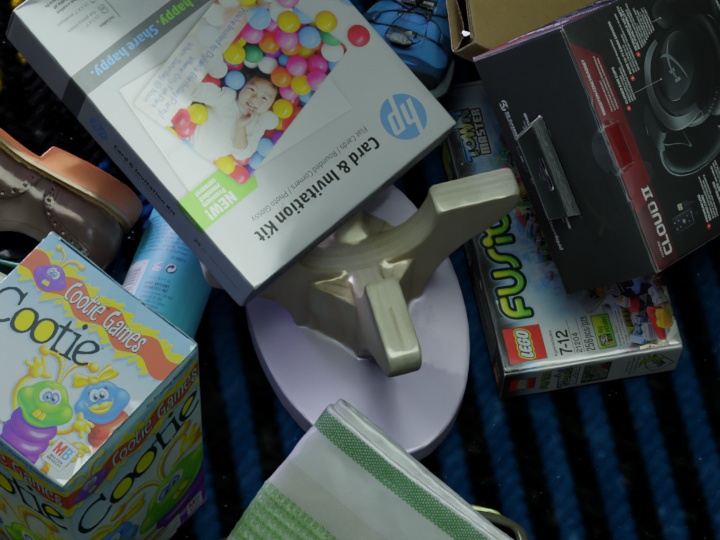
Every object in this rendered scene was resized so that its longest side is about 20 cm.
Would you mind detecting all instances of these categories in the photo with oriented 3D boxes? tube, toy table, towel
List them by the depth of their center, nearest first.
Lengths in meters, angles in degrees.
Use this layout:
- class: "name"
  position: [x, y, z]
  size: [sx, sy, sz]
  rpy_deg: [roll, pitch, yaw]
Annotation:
- class: "towel"
  position: [-0.014, 0.189, 1.237]
  size: [0.149, 0.031, 0.200]
  rpy_deg: [39, 100, 14]
- class: "toy table"
  position: [0.000, 0.000, 1.340]
  size: [0.184, 0.117, 0.200]
  rpy_deg: [-24, 65, -14]
- class: "tube"
  position: [-0.100, -0.033, 1.387]
  size: [0.077, 0.050, 0.200]
  rpy_deg: [-3, 56, 36]

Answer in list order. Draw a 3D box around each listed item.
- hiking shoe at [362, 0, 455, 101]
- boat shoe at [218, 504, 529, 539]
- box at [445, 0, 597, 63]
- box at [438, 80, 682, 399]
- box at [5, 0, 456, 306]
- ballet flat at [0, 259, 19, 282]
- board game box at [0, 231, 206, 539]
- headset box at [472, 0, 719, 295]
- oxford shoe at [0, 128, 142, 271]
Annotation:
- class: "hiking shoe"
  position: [0.036, -0.166, 1.403]
  size: [0.074, 0.087, 0.200]
  rpy_deg: [17, 33, 9]
- class: "boat shoe"
  position: [-0.005, 0.163, 1.285]
  size: [0.201, 0.060, 0.072]
  rpy_deg: [-3, 63, -4]
- class: "box"
  position: [0.123, -0.172, 1.416]
  size: [0.200, 0.021, 0.164]
  rpy_deg: [20, 53, -40]
- class: "box"
  position: [0.116, -0.026, 1.403]
  size: [0.110, 0.035, 0.200]
  rpy_deg: [-9, 63, -7]
- class: "box"
  position: [-0.071, -0.105, 1.274]
  size: [0.156, 0.041, 0.200]
  rpy_deg: [-40, 88, -21]
- class: "ballet flat"
  position: [-0.253, 0.007, 1.350]
  size: [0.199, 0.070, 0.067]
  rpy_deg: [13, 63, 5]
- class: "board game box"
  position: [-0.154, 0.088, 1.239]
  size: [0.105, 0.200, 0.103]
  rpy_deg: [37, 67, 16]
- class: "headset box"
  position: [0.164, -0.086, 1.340]
  size: [0.200, 0.077, 0.149]
  rpy_deg: [-29, 99, -41]
- class: "oxford shoe"
  position: [-0.234, -0.051, 1.384]
  size: [0.200, 0.071, 0.073]
  rpy_deg: [22, 72, 11]
